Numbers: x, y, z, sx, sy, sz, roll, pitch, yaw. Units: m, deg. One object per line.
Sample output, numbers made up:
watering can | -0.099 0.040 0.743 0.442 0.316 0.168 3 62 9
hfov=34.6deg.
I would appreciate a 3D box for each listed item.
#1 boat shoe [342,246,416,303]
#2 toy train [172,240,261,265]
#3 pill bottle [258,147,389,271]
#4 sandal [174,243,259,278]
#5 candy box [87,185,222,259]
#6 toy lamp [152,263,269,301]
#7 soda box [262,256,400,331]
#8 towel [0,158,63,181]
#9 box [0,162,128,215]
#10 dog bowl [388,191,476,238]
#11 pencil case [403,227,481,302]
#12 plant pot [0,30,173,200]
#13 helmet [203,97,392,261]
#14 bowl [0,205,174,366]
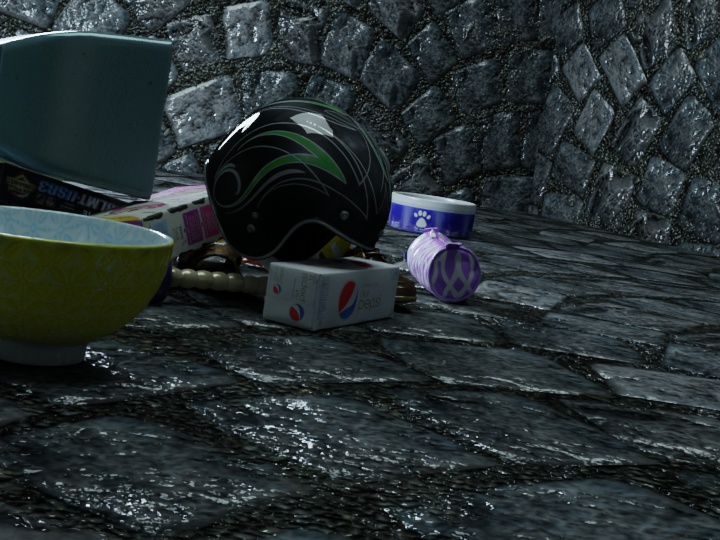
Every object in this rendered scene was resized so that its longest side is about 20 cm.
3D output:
boat shoe | 0.000 0.000 1.510 0.072 0.068 0.199 3 9 -38
toy train | -0.190 -0.030 1.603 0.198 0.056 0.150 5 13 -17
pill bottle | -0.045 -0.081 1.500 0.111 0.200 0.112 28 -27 16
sandal | -0.175 -0.009 1.421 0.081 0.055 0.200 5 8 -24
candy box | -0.241 -0.057 1.418 0.136 0.061 0.200 -1 16 35
toy lamp | -0.169 0.010 1.277 0.199 0.059 0.058 3 9 -30
soda box | -0.029 0.023 1.314 0.068 0.064 0.200 12 7 26
towel | -0.516 -0.134 1.632 0.199 0.149 0.037 16 31 -47
box | -0.448 -0.094 1.553 0.198 0.050 0.199 0 -12 43
dog bowl | 0.166 -0.130 2.693 0.198 0.079 0.200 8 7 -1
pencil case | 0.119 -0.010 1.667 0.083 0.086 0.200 5 8 -9
plant pot | -0.372 -0.206 1.440 0.199 0.198 0.195 7 5 -32
helmet | -0.063 -0.099 1.325 0.190 0.201 0.200 -24 -1 14
bowl | -0.255 0.015 0.926 0.198 0.109 0.200 9 8 -1
